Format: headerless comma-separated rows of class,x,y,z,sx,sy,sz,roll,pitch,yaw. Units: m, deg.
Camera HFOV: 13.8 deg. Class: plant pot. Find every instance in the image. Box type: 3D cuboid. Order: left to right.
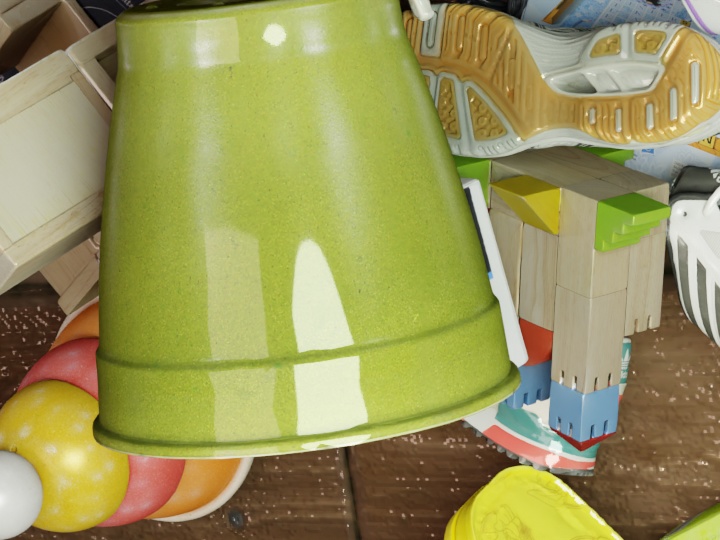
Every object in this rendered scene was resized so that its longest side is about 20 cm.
plant pot,-0.035,-0.032,1.353,0.200,0.200,0.194,-1,101,32

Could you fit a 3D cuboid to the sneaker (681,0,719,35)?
sneaker,0.179,-0.209,1.397,0.114,0.073,0.202,-4,89,28

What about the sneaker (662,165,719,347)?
sneaker,0.207,-0.039,1.427,0.115,0.076,0.201,31,122,18

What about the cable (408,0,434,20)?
cable,-0.021,-0.208,1.390,0.097,0.050,0.201,29,141,65

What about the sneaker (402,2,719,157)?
sneaker,0.101,-0.087,1.470,0.199,0.088,0.076,9,92,31

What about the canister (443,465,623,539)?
canister,0.072,0.217,1.613,0.149,0.087,0.200,45,134,5

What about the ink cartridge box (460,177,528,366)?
ink cartridge box,0.000,0.000,1.512,0.200,0.039,0.100,6,118,55

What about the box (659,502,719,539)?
box,0.253,0.200,1.540,0.122,0.048,0.201,-33,87,35

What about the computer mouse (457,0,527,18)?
computer mouse,0.041,-0.128,1.531,0.058,0.034,0.200,17,154,-14

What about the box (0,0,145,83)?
box,-0.109,-0.110,1.600,0.148,0.107,0.200,44,141,12

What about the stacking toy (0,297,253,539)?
stacking toy,-0.163,0.097,1.672,0.146,0.200,0.147,9,109,29

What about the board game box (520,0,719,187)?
board game box,0.182,-0.131,1.485,0.199,0.041,0.200,27,118,22

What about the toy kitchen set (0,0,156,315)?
toy kitchen set,-0.192,-0.062,1.492,0.163,0.180,0.200,51,142,5

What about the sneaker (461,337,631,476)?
sneaker,0.059,0.029,1.606,0.199,0.070,0.094,30,101,23

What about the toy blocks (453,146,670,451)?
toy blocks,0.081,0.005,1.502,0.200,0.100,0.137,25,120,46
